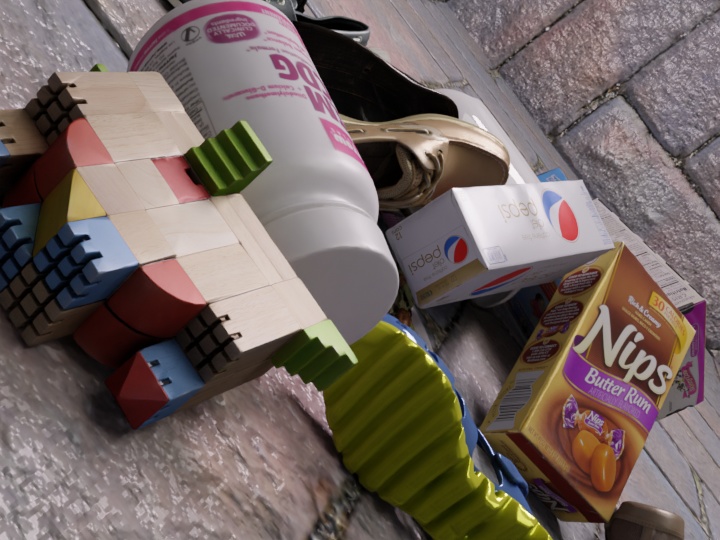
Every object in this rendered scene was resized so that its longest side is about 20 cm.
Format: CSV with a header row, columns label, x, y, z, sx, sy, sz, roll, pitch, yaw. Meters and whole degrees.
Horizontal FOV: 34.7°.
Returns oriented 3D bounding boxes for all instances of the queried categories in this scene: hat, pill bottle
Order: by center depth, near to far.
label,x,y,z,sx,sy,sz,roll,pitch,yaw
pill bottle,-0.057,-0.054,0.654,0.113,0.113,0.201,32,26,-50
hat,-0.028,-0.107,0.885,0.200,0.081,0.201,17,-13,4

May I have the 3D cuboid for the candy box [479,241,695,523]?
label,x,y,z,sx,sy,sz,roll,pitch,yaw
candy box,0.188,0.088,0.936,0.117,0.056,0.200,46,58,-21

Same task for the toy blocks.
label,x,y,z,sx,sy,sz,roll,pitch,yaw
toy blocks,-0.105,-0.012,0.507,0.200,0.100,0.137,55,28,9

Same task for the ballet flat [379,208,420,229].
label,x,y,z,sx,sy,sz,roll,pitch,yaw
ballet flat,0.023,-0.093,1.019,0.200,0.071,0.069,52,54,-12

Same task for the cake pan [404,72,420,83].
label,x,y,z,sx,sy,sz,roll,pitch,yaw
cake pan,0.088,-0.121,1.238,0.201,0.037,0.200,53,-2,3

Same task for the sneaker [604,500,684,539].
label,x,y,z,sx,sy,sz,roll,pitch,yaw
sneaker,0.220,0.238,0.926,0.070,0.076,0.200,15,-17,21

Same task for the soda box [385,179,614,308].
label,x,y,z,sx,sy,sz,roll,pitch,yaw
soda box,0.110,-0.023,0.863,0.200,0.068,0.064,-8,71,-52

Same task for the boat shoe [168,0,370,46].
label,x,y,z,sx,sy,sz,roll,pitch,yaw
boat shoe,-0.076,-0.216,0.970,0.199,0.062,0.073,19,27,-36

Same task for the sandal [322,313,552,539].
label,x,y,z,sx,sy,sz,roll,pitch,yaw
sandal,0.044,0.108,0.682,0.201,0.079,0.087,58,11,-13

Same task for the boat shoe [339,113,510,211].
label,x,y,z,sx,sy,sz,roll,pitch,yaw
boat shoe,0.026,-0.070,0.815,0.199,0.072,0.065,1,28,-25

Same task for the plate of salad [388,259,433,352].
label,x,y,z,sx,sy,sz,roll,pitch,yaw
plate of salad,0.000,0.000,0.820,0.200,0.048,0.200,48,16,-19

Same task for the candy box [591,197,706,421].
label,x,y,z,sx,sy,sz,roll,pitch,yaw
candy box,0.270,0.036,1.172,0.200,0.061,0.137,-123,-164,-50

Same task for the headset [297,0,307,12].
label,x,y,z,sx,sy,sz,roll,pitch,yaw
headset,-0.092,-0.304,1.112,0.124,0.094,0.200,50,5,-7

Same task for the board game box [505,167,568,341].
label,x,y,z,sx,sy,sz,roll,pitch,yaw
board game box,0.211,0.035,1.152,0.196,0.056,0.201,87,-21,-58

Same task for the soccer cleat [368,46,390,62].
label,x,y,z,sx,sy,sz,roll,pitch,yaw
soccer cleat,-0.013,-0.203,1.177,0.078,0.069,0.200,45,20,-14

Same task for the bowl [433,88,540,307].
label,x,y,z,sx,sy,sz,roll,pitch,yaw
bowl,0.103,-0.073,1.062,0.200,0.074,0.200,55,-11,5
